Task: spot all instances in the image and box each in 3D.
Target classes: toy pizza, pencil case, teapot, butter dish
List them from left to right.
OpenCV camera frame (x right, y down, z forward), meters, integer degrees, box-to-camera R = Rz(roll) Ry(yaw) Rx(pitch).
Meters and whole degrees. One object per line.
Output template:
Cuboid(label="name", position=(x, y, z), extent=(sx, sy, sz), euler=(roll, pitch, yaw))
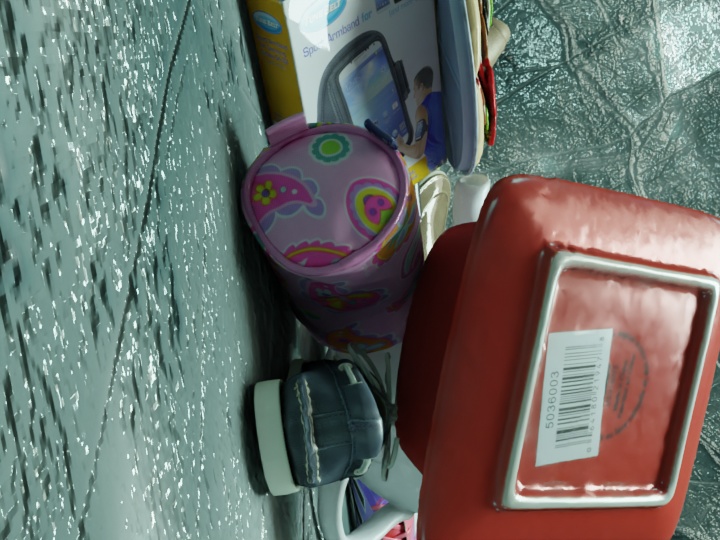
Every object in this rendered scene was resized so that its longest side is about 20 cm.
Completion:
Cuboid(label="pencil case", position=(-0.009, -0.012, 0.564), extent=(0.200, 0.087, 0.088), euler=(69, 15, -71))
Cuboid(label="teapot", position=(0.047, 0.070, 0.707), extent=(0.146, 0.197, 0.200), euler=(48, 17, -52))
Cuboid(label="toy pizza", position=(0.063, -0.164, 0.679), extent=(0.200, 0.032, 0.201), euler=(170, -90, -89))
Cuboid(label="butter dish", position=(0.093, 0.049, 0.580), extent=(0.148, 0.199, 0.201), euler=(18, -81, 55))

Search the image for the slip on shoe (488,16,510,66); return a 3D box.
Cuboid(label="slip on shoe", position=(0.052, -0.221, 0.935), extent=(0.200, 0.061, 0.076), euler=(28, -22, 48))

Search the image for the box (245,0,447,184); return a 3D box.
Cuboid(label="box", position=(-0.003, -0.126, 0.636), extent=(0.041, 0.119, 0.200), euler=(31, -34, 35))

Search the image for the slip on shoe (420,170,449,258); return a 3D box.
Cuboid(label="slip on shoe", position=(0.050, 0.008, 0.925), extent=(0.076, 0.060, 0.200), euler=(21, 89, -55))

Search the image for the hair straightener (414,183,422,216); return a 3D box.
Cuboid(label="hair straightener", position=(0.031, -0.126, 0.786), extent=(0.077, 0.041, 0.201), euler=(-105, -164, -68))

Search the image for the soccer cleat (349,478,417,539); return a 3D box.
Cuboid(label="soccer cleat", position=(0.027, 0.232, 0.875), extent=(0.073, 0.068, 0.200), euler=(-82, 169, -58))

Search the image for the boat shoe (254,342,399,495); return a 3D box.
Cuboid(label="boat shoe", position=(-0.011, 0.076, 0.534), extent=(0.200, 0.062, 0.075), euler=(66, 16, -80))
